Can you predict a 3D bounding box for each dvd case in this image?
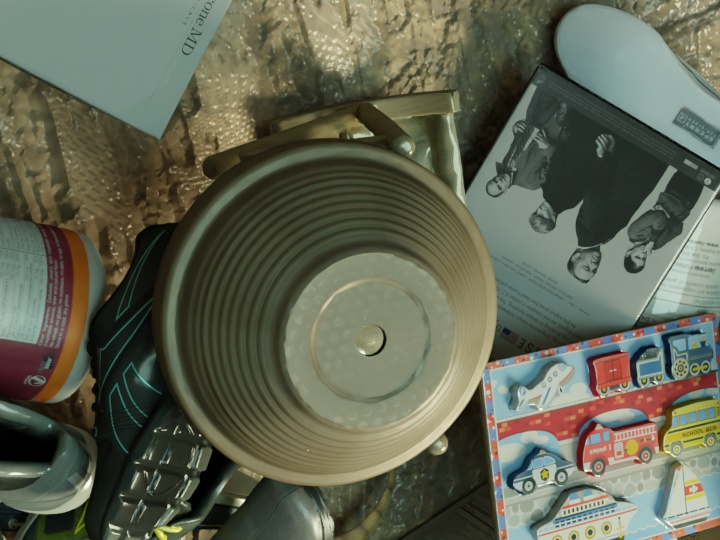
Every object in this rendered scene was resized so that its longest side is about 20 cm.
[{"bbox_3d":[0.137,-0.020,1.316,0.150,0.025,0.200,32,102,6],"label":"dvd case"}]

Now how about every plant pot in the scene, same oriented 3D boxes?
[{"bbox_3d":[-0.008,0.029,1.055,0.201,0.093,0.201,-3,100,-19],"label":"plant pot"}]

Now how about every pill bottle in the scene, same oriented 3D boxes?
[{"bbox_3d":[-0.262,0.013,1.128,0.200,0.110,0.110,11,100,-30],"label":"pill bottle"},{"bbox_3d":[0.202,0.032,1.381,0.114,0.114,0.200,8,102,-30],"label":"pill bottle"}]

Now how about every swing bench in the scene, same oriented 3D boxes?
[{"bbox_3d":[0.000,0.000,1.223,0.130,0.200,0.199,-5,102,13],"label":"swing bench"}]

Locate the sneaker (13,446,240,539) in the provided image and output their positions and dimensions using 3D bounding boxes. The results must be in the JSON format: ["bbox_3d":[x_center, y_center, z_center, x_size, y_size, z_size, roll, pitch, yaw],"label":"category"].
[{"bbox_3d":[-0.145,0.149,1.174,0.074,0.085,0.200,43,78,-15],"label":"sneaker"}]

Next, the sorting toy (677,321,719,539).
[{"bbox_3d":[0.313,0.111,1.362,0.070,0.200,0.199,11,73,-33],"label":"sorting toy"}]

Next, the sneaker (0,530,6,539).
[{"bbox_3d":[-0.295,0.204,1.140,0.200,0.072,0.083,-17,152,0],"label":"sneaker"}]

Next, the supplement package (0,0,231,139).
[{"bbox_3d":[-0.189,-0.180,1.100,0.200,0.120,0.121,27,91,-32],"label":"supplement package"}]

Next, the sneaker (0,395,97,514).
[{"bbox_3d":[-0.258,0.097,1.119,0.200,0.115,0.075,1,72,1],"label":"sneaker"}]

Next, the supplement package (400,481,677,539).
[{"bbox_3d":[0.125,0.257,1.389,0.200,0.151,0.152,-32,117,-17],"label":"supplement package"}]

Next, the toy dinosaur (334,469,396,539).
[{"bbox_3d":[-0.032,0.213,1.345,0.200,0.060,0.106,-25,114,-20],"label":"toy dinosaur"}]

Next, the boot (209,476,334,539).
[{"bbox_3d":[-0.102,0.208,1.205,0.132,0.070,0.200,-17,147,-40],"label":"boot"}]

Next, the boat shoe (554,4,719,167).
[{"bbox_3d":[0.216,-0.119,1.371,0.200,0.065,0.074,40,93,-11],"label":"boat shoe"}]

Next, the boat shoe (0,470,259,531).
[{"bbox_3d":[-0.152,0.155,1.253,0.200,0.075,0.062,9,99,-29],"label":"boat shoe"}]

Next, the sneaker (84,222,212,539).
[{"bbox_3d":[-0.123,0.066,1.124,0.075,0.079,0.200,24,86,-62],"label":"sneaker"}]

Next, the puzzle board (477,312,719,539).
[{"bbox_3d":[0.172,0.119,1.290,0.200,0.017,0.151,-10,97,-29],"label":"puzzle board"}]
